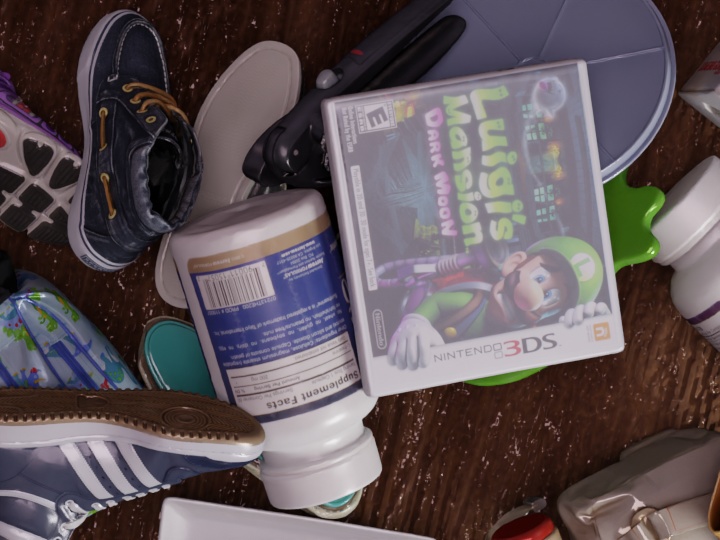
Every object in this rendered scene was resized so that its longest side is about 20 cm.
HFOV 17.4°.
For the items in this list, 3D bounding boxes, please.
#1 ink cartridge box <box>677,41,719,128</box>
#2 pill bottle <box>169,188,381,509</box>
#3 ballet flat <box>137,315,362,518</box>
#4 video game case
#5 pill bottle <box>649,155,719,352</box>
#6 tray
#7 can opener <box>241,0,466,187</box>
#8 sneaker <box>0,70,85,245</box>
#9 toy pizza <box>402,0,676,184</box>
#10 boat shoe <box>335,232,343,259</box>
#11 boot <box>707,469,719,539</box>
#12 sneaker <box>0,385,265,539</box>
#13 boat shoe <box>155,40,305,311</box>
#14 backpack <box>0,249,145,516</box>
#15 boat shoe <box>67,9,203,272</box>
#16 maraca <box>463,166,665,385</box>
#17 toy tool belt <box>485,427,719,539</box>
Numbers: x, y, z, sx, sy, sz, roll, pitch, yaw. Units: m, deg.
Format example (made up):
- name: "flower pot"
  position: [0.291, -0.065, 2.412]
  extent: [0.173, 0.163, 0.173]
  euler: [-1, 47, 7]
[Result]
- name: "ink cartridge box"
  position: [0.323, -0.174, 1.629]
  extent: [0.085, 0.145, 0.200]
  euler: [40, 92, -4]
- name: "pill bottle"
  position: [-0.051, 0.054, 1.597]
  extent: [0.110, 0.111, 0.201]
  euler: [-16, 101, 0]
- name: "ballet flat"
  position: [-0.086, 0.112, 1.680]
  extent: [0.200, 0.062, 0.068]
  euler: [42, 70, -4]
- name: "video game case"
  position: [0.076, -0.029, 1.566]
  extent: [0.181, 0.023, 0.201]
  euler: [-10, 96, -11]
- name: "pill bottle"
  position: [0.291, 0.017, 1.657]
  extent: [0.200, 0.112, 0.112]
  euler: [45, 92, -3]
- name: "tray"
  position: [-0.050, 0.221, 1.699]
  extent: [0.199, 0.022, 0.108]
  euler: [9, 112, -1]
- name: "can opener"
  position: [0.001, -0.129, 1.610]
  extent: [0.078, 0.064, 0.200]
  euler: [29, 65, 37]
- name: "sneaker"
  position: [-0.247, -0.101, 1.662]
  extent: [0.081, 0.084, 0.200]
  euler: [-37, 110, 29]
- name: "toy pizza"
  position: [0.123, -0.131, 1.650]
  extent: [0.199, 0.032, 0.201]
  euler: [-6, 63, 11]
- name: "boat shoe"
  position: [0.000, 0.000, 1.675]
  extent: [0.071, 0.064, 0.200]
  euler: [35, 92, -3]
- name: "boot"
  position: [0.276, 0.193, 1.605]
  extent: [0.144, 0.071, 0.202]
  euler: [18, 98, -46]
- name: "sneaker"
  position: [-0.164, 0.139, 1.551]
  extent: [0.199, 0.070, 0.109]
  euler: [4, 110, -3]
- name: "boat shoe"
  position: [-0.083, -0.063, 1.674]
  extent: [0.074, 0.060, 0.201]
  euler: [18, 90, 29]
- name: "backpack"
  position: [-0.227, 0.081, 1.636]
  extent: [0.153, 0.163, 0.201]
  euler: [-25, 100, -14]
- name: "boat shoe"
  position: [-0.146, -0.101, 1.620]
  extent: [0.071, 0.091, 0.201]
  euler: [22, 58, -36]
- name: "maraca"
  position: [0.124, -0.005, 1.648]
  extent: [0.200, 0.107, 0.137]
  euler: [-41, 58, 11]
- name: "toy tool belt"
  position: [0.198, 0.202, 1.659]
  extent: [0.199, 0.125, 0.124]
  euler: [-25, 100, -19]
